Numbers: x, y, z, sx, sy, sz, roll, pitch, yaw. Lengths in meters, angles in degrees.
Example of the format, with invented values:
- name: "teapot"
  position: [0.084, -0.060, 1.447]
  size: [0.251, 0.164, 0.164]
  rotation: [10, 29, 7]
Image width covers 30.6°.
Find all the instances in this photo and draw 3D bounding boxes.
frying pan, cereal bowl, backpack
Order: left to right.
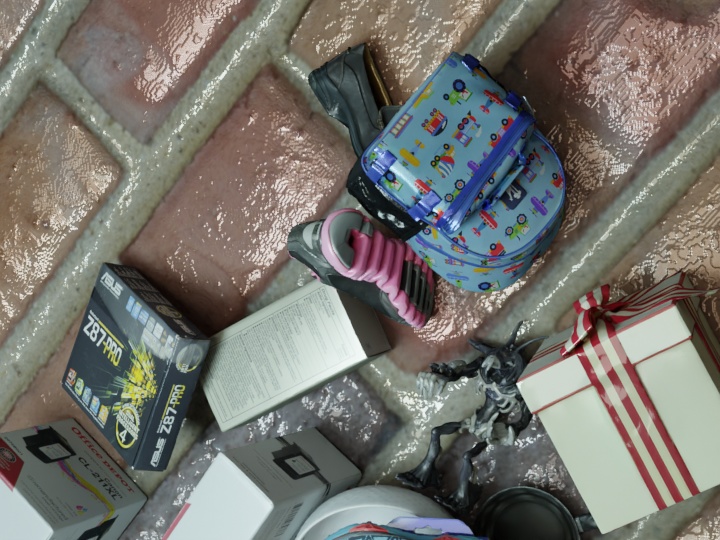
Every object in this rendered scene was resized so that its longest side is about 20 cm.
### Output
- name: "cereal bowl"
  position: [0.027, 0.307, 1.381]
  size: [0.198, 0.083, 0.202]
  rotation: [4, 114, 10]
- name: "backpack"
  position: [0.111, -0.086, 1.284]
  size: [0.200, 0.135, 0.183]
  rotation: [44, 76, 0]
- name: "frying pan"
  position: [0.197, 0.254, 1.347]
  size: [0.190, 0.031, 0.115]
  rotation: [-45, 78, 16]

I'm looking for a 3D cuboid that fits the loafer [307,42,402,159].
- name: "loafer"
  position: [0.025, -0.149, 1.377]
  size: [0.072, 0.073, 0.201]
  rotation: [-38, 80, 16]

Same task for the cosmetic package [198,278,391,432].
- name: "cosmetic package"
  position: [-0.079, 0.087, 1.435]
  size: [0.199, 0.073, 0.104]
  rotation: [-27, 82, 22]

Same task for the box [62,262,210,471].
- name: "box"
  position: [-0.255, 0.105, 1.474]
  size: [0.200, 0.049, 0.162]
  rotation: [37, 109, 47]

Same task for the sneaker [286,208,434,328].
- name: "sneaker"
  position: [0.000, 0.000, 1.346]
  size: [0.095, 0.200, 0.080]
  rotation: [-7, 58, 37]

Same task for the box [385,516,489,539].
- name: "box"
  position: [0.067, 0.340, 1.299]
  size: [0.118, 0.041, 0.202]
  rotation: [2, 94, 8]

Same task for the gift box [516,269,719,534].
- name: "gift box"
  position: [0.271, 0.102, 1.230]
  size: [0.199, 0.185, 0.188]
  rotation: [-30, 91, 15]

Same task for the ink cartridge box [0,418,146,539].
- name: "ink cartridge box"
  position: [-0.359, 0.255, 1.499]
  size: [0.146, 0.200, 0.083]
  rotation: [42, 105, 15]

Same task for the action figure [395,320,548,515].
- name: "action figure"
  position: [0.118, 0.144, 1.333]
  size: [0.118, 0.102, 0.201]
  rotation: [30, 98, 29]

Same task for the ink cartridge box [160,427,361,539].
- name: "ink cartridge box"
  position: [-0.104, 0.256, 1.389]
  size: [0.083, 0.200, 0.146]
  rotation: [40, 107, 20]

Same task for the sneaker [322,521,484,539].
- name: "sneaker"
  position: [0.038, 0.282, 1.229]
  size: [0.198, 0.096, 0.080]
  rotation: [-3, 91, 8]
